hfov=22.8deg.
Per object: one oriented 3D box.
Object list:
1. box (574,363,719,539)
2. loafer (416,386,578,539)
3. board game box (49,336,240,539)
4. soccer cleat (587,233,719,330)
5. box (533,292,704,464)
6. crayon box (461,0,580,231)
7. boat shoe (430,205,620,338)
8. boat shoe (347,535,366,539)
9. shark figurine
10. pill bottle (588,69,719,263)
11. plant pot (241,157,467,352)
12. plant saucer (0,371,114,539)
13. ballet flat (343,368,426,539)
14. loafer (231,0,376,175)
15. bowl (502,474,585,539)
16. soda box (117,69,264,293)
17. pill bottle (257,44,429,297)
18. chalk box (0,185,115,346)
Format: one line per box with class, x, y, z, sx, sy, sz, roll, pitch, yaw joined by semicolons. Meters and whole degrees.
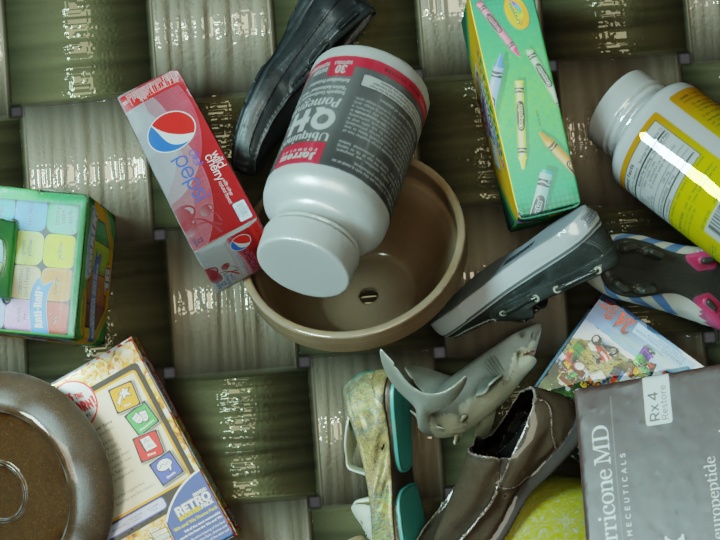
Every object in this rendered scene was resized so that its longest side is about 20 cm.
box;0.296;0.178;1.451;0.198;0.164;0.168;-12;67;23
loafer;0.109;0.177;1.553;0.071;0.073;0.201;39;89;-26
board game box;-0.219;0.183;1.599;0.151;0.046;0.201;-28;87;-1
soccer cleat;0.283;0.005;1.603;0.198;0.086;0.071;16;92;-22
box;0.257;0.134;1.605;0.199;0.038;0.137;36;87;2
crayon box;0.140;-0.142;1.583;0.058;0.119;0.202;-12;86;-1
boat shoe;0.141;0.016;1.559;0.057;0.069;0.200;49;129;-6
boat shoe;-0.070;0.294;1.583;0.198;0.074;0.070;-23;63;9
shark figurine;0.068;0.105;1.559;0.089;0.214;0.129;36;115;22
pill bottle;0.297;-0.089;1.565;0.109;0.109;0.200;-47;65;-3
plant pot;0.000;0.000;1.568;0.199;0.093;0.202;-7;53;9
plant saucer;-0.309;0.190;1.566;0.198;0.032;0.203;3;99;21
ballet flat;0.019;0.188;1.592;0.070;0.071;0.202;-7;91;0
loafer;-0.052;-0.170;1.601;0.070;0.068;0.202;26;75;6
bowl;0.177;0.283;1.561;0.198;0.108;0.203;0;87;0
soda box;-0.142;-0.081;1.559;0.063;0.070;0.201;-28;55;-2
pill bottle;-0.018;-0.082;1.503;0.110;0.111;0.201;19;58;1
chalk box;-0.287;-0.005;1.534;0.122;0.200;0.126;6;86;1
